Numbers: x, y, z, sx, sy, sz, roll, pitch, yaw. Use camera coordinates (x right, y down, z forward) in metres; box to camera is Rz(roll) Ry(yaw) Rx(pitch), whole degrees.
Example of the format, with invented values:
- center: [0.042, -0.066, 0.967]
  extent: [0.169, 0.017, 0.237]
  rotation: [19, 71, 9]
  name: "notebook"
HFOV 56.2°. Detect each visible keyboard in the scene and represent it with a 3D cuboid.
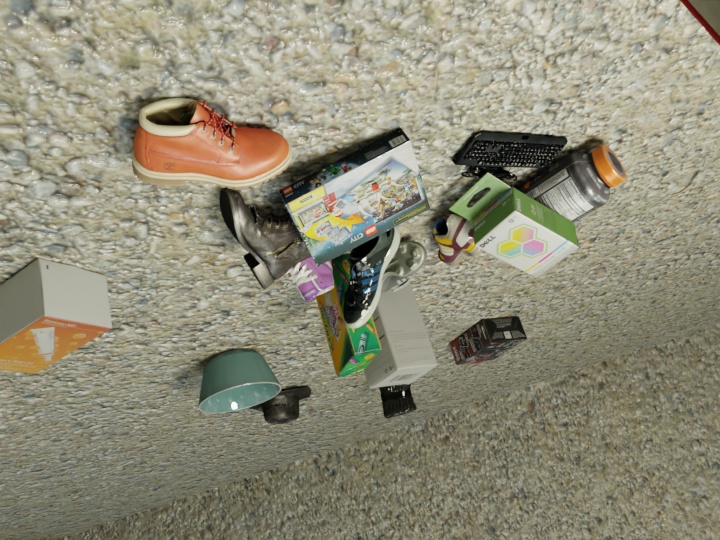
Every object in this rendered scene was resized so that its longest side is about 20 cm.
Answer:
- center: [0.245, -0.177, 1.101]
  extent: [0.198, 0.040, 0.104]
  rotation: [-3, 152, -29]
  name: "keyboard"

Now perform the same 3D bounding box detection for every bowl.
- center: [-0.295, 0.256, 1.606]
  extent: [0.198, 0.106, 0.201]
  rotation: [-14, 157, -6]
  name: "bowl"

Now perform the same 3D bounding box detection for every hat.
- center: [-0.236, 0.420, 2.044]
  extent: [0.198, 0.082, 0.201]
  rotation: [-15, 156, -7]
  name: "hat"

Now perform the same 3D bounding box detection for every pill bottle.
- center: [0.362, -0.137, 1.187]
  extent: [0.106, 0.107, 0.199]
  rotation: [9, 146, -46]
  name: "pill bottle"

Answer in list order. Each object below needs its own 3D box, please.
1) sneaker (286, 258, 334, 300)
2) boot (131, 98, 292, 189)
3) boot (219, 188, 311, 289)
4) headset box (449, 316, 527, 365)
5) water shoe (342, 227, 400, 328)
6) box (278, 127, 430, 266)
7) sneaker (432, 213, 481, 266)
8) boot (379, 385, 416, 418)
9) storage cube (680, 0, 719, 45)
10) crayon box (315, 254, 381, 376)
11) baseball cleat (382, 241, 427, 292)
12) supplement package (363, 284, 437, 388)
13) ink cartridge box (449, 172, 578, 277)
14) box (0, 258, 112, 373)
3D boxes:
- center: [-0.109, -0.011, 1.132]
  extent: [0.072, 0.115, 0.200]
  rotation: [-29, 153, 30]
  name: "sneaker"
- center: [-0.173, -0.158, 0.817]
  extent: [0.198, 0.076, 0.108]
  rotation: [-6, 150, -22]
  name: "boot"
- center: [-0.111, -0.078, 1.039]
  extent: [0.173, 0.069, 0.201]
  rotation: [-31, 134, -12]
  name: "boot"
- center: [0.374, 0.216, 2.021]
  extent: [0.147, 0.076, 0.200]
  rotation: [-2, 153, -31]
  name: "headset box"
- center: [0.000, 0.000, 1.190]
  extent: [0.079, 0.202, 0.071]
  rotation: [23, 177, -42]
  name: "water shoe"
- center: [-0.004, -0.104, 0.993]
  extent: [0.198, 0.038, 0.137]
  rotation: [-27, 137, -3]
  name: "box"
- center: [0.173, -0.066, 1.275]
  extent: [0.090, 0.075, 0.200]
  rotation: [33, 166, -5]
  name: "sneaker"
- center: [0.147, 0.348, 2.051]
  extent: [0.210, 0.159, 0.079]
  rotation: [-27, 155, 23]
  name: "boot"
- center: [0.408, -0.343, 0.654]
  extent: [0.179, 0.202, 0.171]
  rotation: [-32, 153, 17]
  name: "storage cube"
- center: [-0.029, 0.085, 1.289]
  extent: [0.058, 0.202, 0.119]
  rotation: [-7, 155, -23]
  name: "crayon box"
- center: [0.082, -0.008, 1.348]
  extent: [0.106, 0.071, 0.199]
  rotation: [-6, 165, -40]
  name: "baseball cleat"
- center: [0.065, 0.140, 1.474]
  extent: [0.116, 0.202, 0.117]
  rotation: [1, 151, -35]
  name: "supplement package"
- center: [0.259, -0.072, 1.141]
  extent: [0.199, 0.060, 0.104]
  rotation: [25, 136, -22]
  name: "ink cartridge box"
- center: [-0.512, 0.078, 1.068]
  extent: [0.199, 0.098, 0.124]
  rotation: [-28, 154, 23]
  name: "box"
